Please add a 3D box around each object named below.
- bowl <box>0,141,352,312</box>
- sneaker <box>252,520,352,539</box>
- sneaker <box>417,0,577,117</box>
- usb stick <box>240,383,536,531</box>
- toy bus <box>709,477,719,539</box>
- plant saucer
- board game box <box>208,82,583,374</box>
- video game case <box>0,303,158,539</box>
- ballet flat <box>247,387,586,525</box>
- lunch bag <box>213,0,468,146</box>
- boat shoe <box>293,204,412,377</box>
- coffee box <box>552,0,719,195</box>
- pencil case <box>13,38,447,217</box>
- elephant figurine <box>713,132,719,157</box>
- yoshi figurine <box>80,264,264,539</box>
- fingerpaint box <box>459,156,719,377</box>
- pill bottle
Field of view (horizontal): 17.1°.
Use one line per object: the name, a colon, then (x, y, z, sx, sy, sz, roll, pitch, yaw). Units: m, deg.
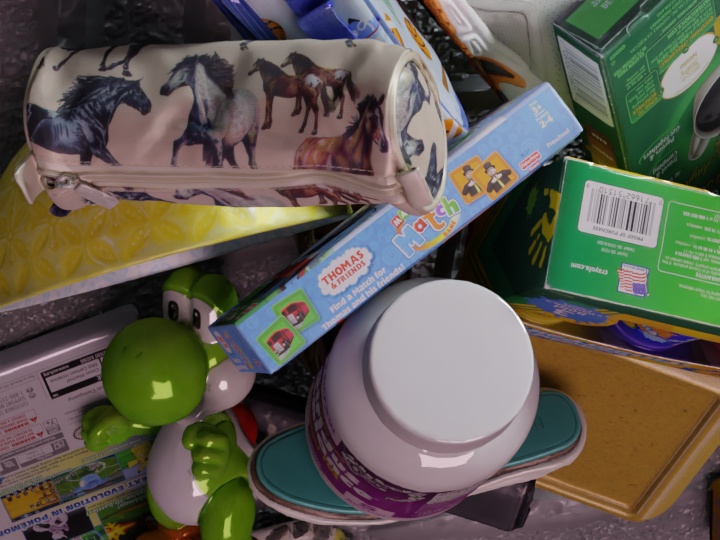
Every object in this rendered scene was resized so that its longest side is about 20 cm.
bowl: (-0.112, -0.054, 1.256, 0.200, 0.200, 0.108, -15, 89, -8)
sneaker: (-0.077, 0.199, 1.539, 0.200, 0.075, 0.085, 17, 151, -41)
sneaker: (0.084, -0.153, 1.294, 0.092, 0.076, 0.200, -41, 140, 4)
usb stick: (0.009, 0.112, 1.454, 0.200, 0.033, 0.055, 17, 140, 1)
toy bus: (0.343, 0.161, 1.645, 0.200, 0.078, 0.065, -14, 132, -9)
plant saucer: (0.133, 0.075, 1.439, 0.200, 0.048, 0.200, 20, 137, -7)
board game box: (0.014, -0.019, 1.257, 0.200, 0.151, 0.037, -37, 93, -8)
video game case: (-0.204, 0.120, 1.445, 0.200, 0.022, 0.182, -20, 133, -4)
ballet flat: (0.033, 0.114, 1.391, 0.200, 0.069, 0.070, -10, 132, -9)
lunch bag: (-0.028, -0.138, 1.196, 0.076, 0.160, 0.200, -34, 133, 9)
boat shoe: (0.000, 0.000, 1.383, 0.076, 0.074, 0.200, -12, 132, -11)
coffee box: (0.175, -0.101, 1.337, 0.123, 0.044, 0.200, -43, 145, -14)
pencil case: (-0.057, -0.063, 1.110, 0.200, 0.090, 0.078, 1, 144, 17)
elephant figurine: (0.261, -0.084, 1.286, 0.141, 0.200, 0.155, -1, 111, 27)
yoshi figurine: (-0.108, 0.098, 1.375, 0.112, 0.112, 0.200, 0, 114, 0)
fingerpaint box: (0.169, 0.007, 1.275, 0.200, 0.167, 0.073, 13, 81, -13)
pill bottle: (0.033, 0.066, 1.263, 0.112, 0.112, 0.200, -13, 168, -10)
